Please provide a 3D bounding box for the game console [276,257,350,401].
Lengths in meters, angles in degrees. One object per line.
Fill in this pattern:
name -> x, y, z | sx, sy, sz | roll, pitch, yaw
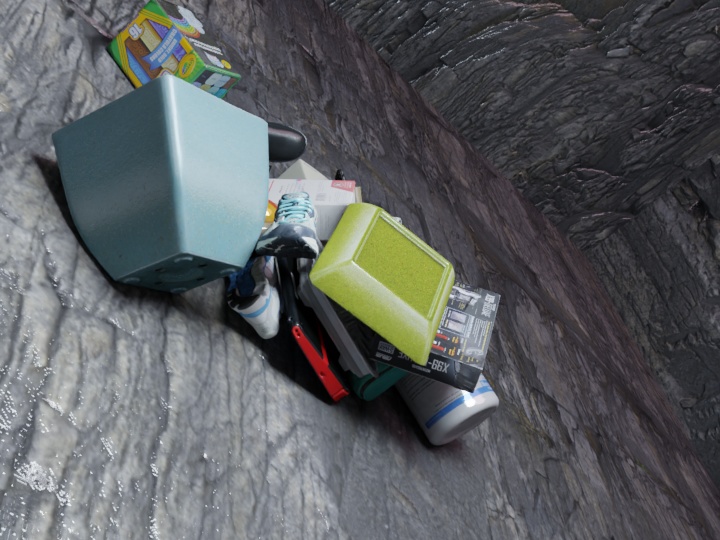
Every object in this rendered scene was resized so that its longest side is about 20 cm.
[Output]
game console -> -0.074, 0.074, 1.327 | 0.177, 0.031, 0.200 | 57, 10, -39

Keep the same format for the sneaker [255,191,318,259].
sneaker -> -0.091, -0.059, 1.178 | 0.200, 0.078, 0.086 | -166, -101, -87

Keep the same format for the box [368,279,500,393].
box -> 0.114, 0.080, 1.363 | 0.158, 0.050, 0.200 | 18, 34, 5

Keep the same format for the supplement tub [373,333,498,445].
supplement tub -> 0.120, 0.168, 1.500 | 0.200, 0.132, 0.132 | 58, 21, 21

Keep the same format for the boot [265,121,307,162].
boot -> -0.157, -0.211, 1.424 | 0.165, 0.066, 0.200 | 9, 1, -8

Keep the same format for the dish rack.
dish rack -> -0.040, 0.055, 1.344 | 0.200, 0.044, 0.172 | 61, 9, -24

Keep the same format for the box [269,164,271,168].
box -> -0.241, -0.189, 1.450 | 0.110, 0.035, 0.200 | 25, 6, 32

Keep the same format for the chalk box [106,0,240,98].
chalk box -> -0.295, -0.328, 1.533 | 0.200, 0.124, 0.125 | 54, 19, 10

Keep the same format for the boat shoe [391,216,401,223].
boat shoe -> 0.046, -0.034, 1.483 | 0.200, 0.067, 0.074 | -95, 178, -51

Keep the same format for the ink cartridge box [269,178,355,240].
ink cartridge box -> -0.111, -0.099, 1.499 | 0.116, 0.200, 0.068 | -81, 173, -66

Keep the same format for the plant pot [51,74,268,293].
plant pot -> -0.229, -0.085, 1.129 | 0.196, 0.196, 0.200 | 17, 58, -57

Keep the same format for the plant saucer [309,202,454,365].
plant saucer -> 0.047, 0.002, 1.286 | 0.200, 0.048, 0.200 | 37, 39, -9

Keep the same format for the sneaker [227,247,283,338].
sneaker -> -0.144, 0.028, 1.304 | 0.200, 0.075, 0.087 | -96, 161, -59

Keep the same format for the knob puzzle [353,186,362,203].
knob puzzle -> 0.000, 0.000, 1.429 | 0.220, 0.030, 0.220 | -7, 90, -89

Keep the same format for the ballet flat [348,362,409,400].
ballet flat -> 0.067, 0.125, 1.413 | 0.070, 0.200, 0.067 | 50, -21, 36

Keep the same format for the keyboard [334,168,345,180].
keyboard -> -0.005, -0.087, 1.704 | 0.104, 0.040, 0.200 | 148, -72, -83

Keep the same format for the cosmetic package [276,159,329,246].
cosmetic package -> -0.078, -0.095, 1.647 | 0.104, 0.073, 0.200 | 33, 26, -41

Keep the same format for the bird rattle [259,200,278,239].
bird rattle -> -0.170, -0.075, 1.335 | 0.163, 0.113, 0.200 | 18, 12, 3
